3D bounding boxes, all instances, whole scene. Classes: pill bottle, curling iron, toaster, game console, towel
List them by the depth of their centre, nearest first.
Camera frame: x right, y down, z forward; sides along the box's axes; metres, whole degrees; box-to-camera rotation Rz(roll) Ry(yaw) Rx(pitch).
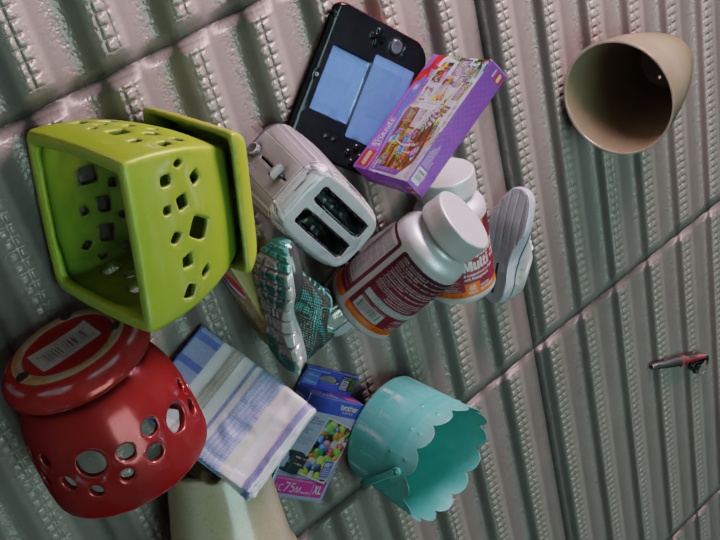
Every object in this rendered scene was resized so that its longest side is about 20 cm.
[{"bbox_3d":[-0.066,-0.089,1.347,0.114,0.129,0.200,-45,133,2],"label":"toaster"},{"bbox_3d":[-0.173,0.181,1.348,0.147,0.200,0.024,-52,168,-15],"label":"towel"},{"bbox_3d":[0.066,-0.007,1.380,0.200,0.110,0.109,-40,141,27],"label":"pill bottle"},{"bbox_3d":[-0.003,-0.239,1.415,0.176,0.031,0.201,17,96,-44],"label":"game console"},{"bbox_3d":[0.138,-0.059,1.562,0.109,0.109,0.201,-31,126,-27],"label":"pill bottle"},{"bbox_3d":[0.675,0.199,2.200,0.199,0.026,0.050,1,104,-41],"label":"curling iron"}]

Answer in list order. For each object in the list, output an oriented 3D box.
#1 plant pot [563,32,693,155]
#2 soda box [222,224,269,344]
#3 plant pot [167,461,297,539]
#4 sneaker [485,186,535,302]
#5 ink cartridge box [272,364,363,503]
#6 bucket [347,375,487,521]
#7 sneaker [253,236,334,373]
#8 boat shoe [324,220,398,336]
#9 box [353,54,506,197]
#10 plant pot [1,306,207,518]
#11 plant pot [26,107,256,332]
[{"bbox_3d":[0.462,-0.311,1.706,0.200,0.187,0.188,-35,129,-43],"label":"plant pot"},{"bbox_3d":[-0.132,0.022,1.390,0.064,0.068,0.200,-43,131,-19],"label":"soda box"},{"bbox_3d":[-0.183,0.336,1.416,0.200,0.200,0.184,-20,109,-34],"label":"plant pot"},{"bbox_3d":[0.249,-0.045,1.701,0.071,0.073,0.201,-16,127,-46],"label":"sneaker"},{"bbox_3d":[-0.070,0.246,1.563,0.119,0.042,0.201,21,93,-44],"label":"ink cartridge box"},{"bbox_3d":[0.086,0.272,1.619,0.207,0.134,0.208,-31,135,-38],"label":"bucket"},{"bbox_3d":[-0.080,0.033,1.348,0.091,0.077,0.201,-31,136,-31],"label":"sneaker"},{"bbox_3d":[0.000,0.000,1.499,0.200,0.071,0.070,-49,135,-5],"label":"boat shoe"},{"bbox_3d":[0.091,-0.198,1.399,0.039,0.137,0.200,40,81,-33],"label":"box"},{"bbox_3d":[-0.300,0.156,1.212,0.200,0.200,0.183,-36,126,-24],"label":"plant pot"},{"bbox_3d":[-0.234,-0.074,1.178,0.181,0.199,0.201,-27,124,-38],"label":"plant pot"}]
